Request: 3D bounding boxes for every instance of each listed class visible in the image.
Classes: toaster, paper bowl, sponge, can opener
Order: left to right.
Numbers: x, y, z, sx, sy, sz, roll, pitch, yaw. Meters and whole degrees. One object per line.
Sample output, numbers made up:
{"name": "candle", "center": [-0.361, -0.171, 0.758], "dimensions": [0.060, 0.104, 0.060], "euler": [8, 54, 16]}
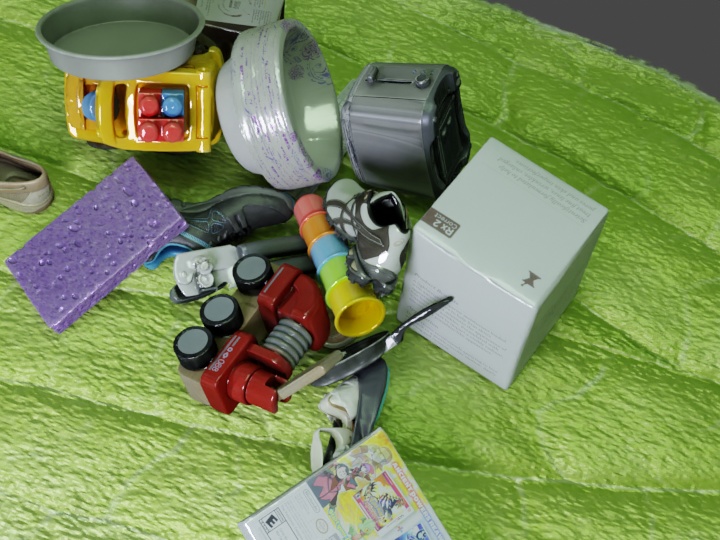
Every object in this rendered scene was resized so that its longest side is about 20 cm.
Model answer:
{"name": "sponge", "center": [-0.311, -0.031, 1.604], "dimensions": [0.200, 0.030, 0.112], "euler": [-40, 67, -4]}
{"name": "can opener", "center": [-0.132, -0.007, 1.625], "dimensions": [0.199, 0.066, 0.053], "euler": [-12, 79, -21]}
{"name": "paper bowl", "center": [-0.103, -0.195, 1.652], "dimensions": [0.104, 0.201, 0.201], "euler": [-12, 57, 17]}
{"name": "toaster", "center": [0.058, -0.169, 1.679], "dimensions": [0.129, 0.200, 0.114], "euler": [12, 56, 22]}

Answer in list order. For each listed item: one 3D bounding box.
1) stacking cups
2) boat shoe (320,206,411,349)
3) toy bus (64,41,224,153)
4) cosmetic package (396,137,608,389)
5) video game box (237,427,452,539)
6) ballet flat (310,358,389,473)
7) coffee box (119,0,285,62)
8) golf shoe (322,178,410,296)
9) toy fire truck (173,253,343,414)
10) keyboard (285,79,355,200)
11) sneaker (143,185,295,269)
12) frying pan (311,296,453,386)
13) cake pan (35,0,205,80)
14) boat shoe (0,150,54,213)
{"name": "stacking cups", "center": [-0.027, -0.013, 1.575], "dimensions": [0.060, 0.061, 0.200], "euler": [-11, 44, -12]}
{"name": "boat shoe", "center": [0.000, 0.000, 1.621], "dimensions": [0.071, 0.076, 0.200], "euler": [25, 61, 8]}
{"name": "toy bus", "center": [-0.264, -0.196, 1.635], "dimensions": [0.199, 0.136, 0.192], "euler": [1, 19, -3]}
{"name": "cosmetic package", "center": [0.158, -0.006, 1.568], "dimensions": [0.165, 0.200, 0.165], "euler": [33, 61, 14]}
{"name": "video game box", "center": [-0.001, 0.297, 1.424], "dimensions": [0.182, 0.047, 0.201], "euler": [-31, 88, -19]}
{"name": "ballet flat", "center": [-0.017, 0.176, 1.513], "dimensions": [0.073, 0.073, 0.201], "euler": [13, 61, 2]}
{"name": "coffee box", "center": [-0.202, -0.308, 1.766], "dimensions": [0.199, 0.113, 0.080], "euler": [12, 56, 2]}
{"name": "golf shoe", "center": [0.017, -0.060, 1.542], "dimensions": [0.077, 0.095, 0.200], "euler": [15, 30, -27]}
{"name": "toy fire truck", "center": [-0.084, 0.080, 1.503], "dimensions": [0.199, 0.129, 0.176], "euler": [21, 57, 28]}
{"name": "keyboard", "center": [-0.040, -0.168, 1.758], "dimensions": [0.056, 0.011, 0.200], "euler": [30, 61, 13]}
{"name": "sneaker", "center": [-0.174, -0.048, 1.644], "dimensions": [0.199, 0.073, 0.082], "euler": [-9, 65, 1]}
{"name": "frying pan", "center": [0.017, 0.084, 1.551], "dimensions": [0.189, 0.115, 0.031], "euler": [-27, 93, -6]}
{"name": "cake pan", "center": [-0.283, -0.278, 1.623], "dimensions": [0.199, 0.037, 0.201], "euler": [0, 33, 0]}
{"name": "boat shoe", "center": [-0.470, -0.129, 1.661], "dimensions": [0.199, 0.065, 0.072], "euler": [13, 59, 2]}
